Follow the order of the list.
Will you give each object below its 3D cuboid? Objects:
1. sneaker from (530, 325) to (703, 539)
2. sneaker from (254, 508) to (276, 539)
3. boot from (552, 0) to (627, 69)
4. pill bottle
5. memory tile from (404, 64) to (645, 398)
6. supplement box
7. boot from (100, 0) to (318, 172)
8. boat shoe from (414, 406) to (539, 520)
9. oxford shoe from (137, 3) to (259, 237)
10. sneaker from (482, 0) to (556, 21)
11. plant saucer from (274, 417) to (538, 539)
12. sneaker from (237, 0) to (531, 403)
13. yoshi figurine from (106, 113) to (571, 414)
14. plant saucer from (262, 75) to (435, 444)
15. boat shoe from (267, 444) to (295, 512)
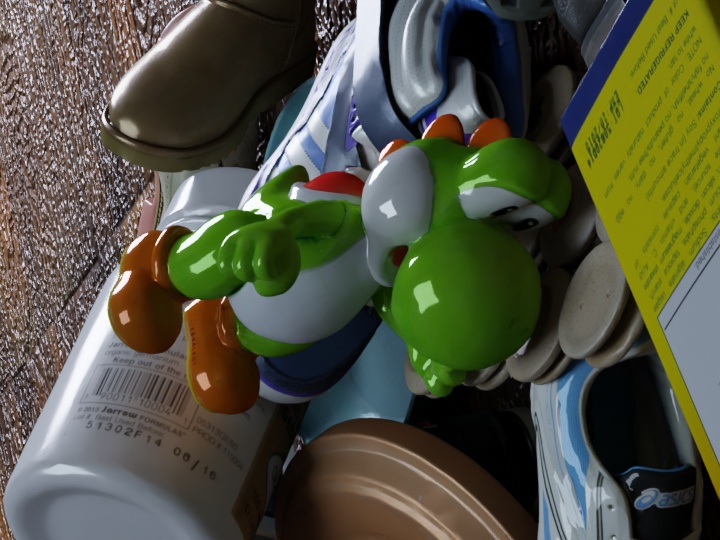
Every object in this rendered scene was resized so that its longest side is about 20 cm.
[{"bbox_3d":[0.111,0.116,1.162,0.072,0.072,0.201,173,90,-66],"label":"sneaker"},{"bbox_3d":[-0.041,0.201,1.416,0.121,0.083,0.200,61,-174,32],"label":"sneaker"},{"bbox_3d":[0.086,-0.182,1.085,0.174,0.069,0.200,52,133,20],"label":"boot"},{"bbox_3d":[-0.081,0.053,1.336,0.114,0.114,0.200,-56,9,53],"label":"pill bottle"},{"bbox_3d":[0.079,-0.022,1.195,0.200,0.017,0.154,-16,55,64],"label":"memory tile"},{"bbox_3d":[0.165,-0.010,0.979,0.109,0.109,0.201,118,140,-49],"label":"supplement box"},{"bbox_3d":[-0.063,-0.167,1.390,0.066,0.175,0.201,21,124,16],"label":"boot"},{"bbox_3d":[0.025,0.121,1.357,0.201,0.063,0.074,-50,53,58],"label":"boat shoe"},{"bbox_3d":[-0.078,-0.054,1.543,0.074,0.071,0.201,53,151,42],"label":"oxford shoe"},{"bbox_3d":[0.073,-0.207,1.205,0.079,0.075,0.201,-161,74,-78],"label":"sneaker"},{"bbox_3d":[0.031,0.162,1.290,0.200,0.032,0.201,30,137,33],"label":"plant saucer"},{"bbox_3d":[0.011,-0.040,1.243,0.146,0.080,0.201,-11,56,69],"label":"sneaker"},{"bbox_3d":[-0.003,0.010,1.171,0.199,0.112,0.112,-20,96,29],"label":"yoshi figurine"},{"bbox_3d":[0.002,0.002,1.412,0.200,0.036,0.201,21,113,62],"label":"plant saucer"},{"bbox_3d":[-0.068,0.094,1.485,0.074,0.060,0.201,-119,16,-54],"label":"boat shoe"}]
